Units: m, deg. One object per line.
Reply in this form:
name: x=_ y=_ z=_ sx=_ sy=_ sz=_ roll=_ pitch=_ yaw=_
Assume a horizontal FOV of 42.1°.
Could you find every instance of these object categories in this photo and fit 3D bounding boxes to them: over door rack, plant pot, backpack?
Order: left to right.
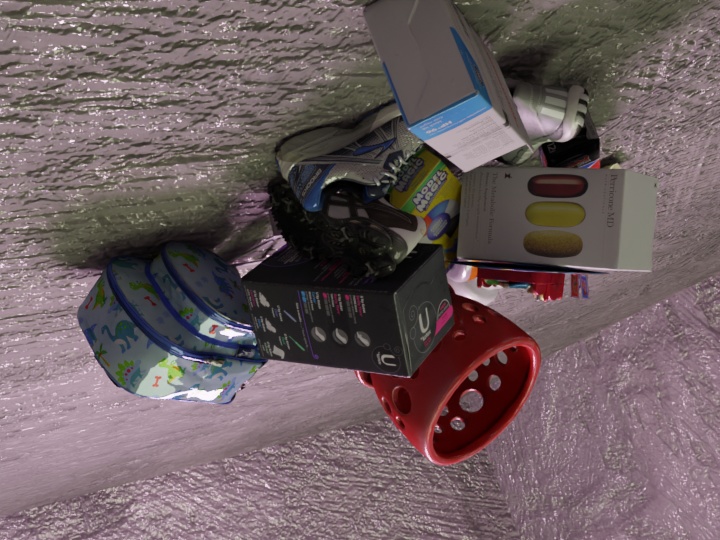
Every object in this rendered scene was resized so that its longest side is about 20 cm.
backpack: x=-0.217 y=0.056 z=1.104 sx=0.147 sy=0.183 sz=0.200 roll=-51 pitch=150 yaw=19
over door rack: x=-0.086 y=-0.019 z=1.208 sx=0.147 sy=0.067 sz=0.200 roll=-11 pitch=162 yaw=-33
plant pot: x=0.103 y=0.117 z=1.211 sx=0.200 sy=0.182 sz=0.201 roll=-28 pitch=141 yaw=-25

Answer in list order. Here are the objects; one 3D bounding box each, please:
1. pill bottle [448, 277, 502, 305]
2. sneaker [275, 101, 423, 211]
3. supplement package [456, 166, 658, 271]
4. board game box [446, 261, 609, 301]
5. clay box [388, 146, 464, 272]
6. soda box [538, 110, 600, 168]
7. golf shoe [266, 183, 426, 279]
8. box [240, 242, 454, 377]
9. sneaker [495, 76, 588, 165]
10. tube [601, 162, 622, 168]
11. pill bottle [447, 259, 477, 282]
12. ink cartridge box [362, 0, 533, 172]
pill bottle: x=0.166 y=0.016 z=1.557 sx=0.200 sy=0.115 sz=0.114 roll=-32 pitch=161 yaw=37
sneaker: x=0.018 y=-0.114 z=0.972 sx=0.200 sy=0.085 sz=0.077 roll=-20 pitch=165 yaw=-2
supplement package: x=0.227 y=-0.061 z=1.084 sx=0.200 sy=0.114 sz=0.109 roll=5 pitch=-178 yaw=36
board game box: x=0.195 y=0.014 z=1.121 sx=0.158 sy=0.039 sz=0.200 roll=2 pitch=-178 yaw=-13
clay box: x=0.073 y=-0.067 z=1.118 sx=0.115 sy=0.048 sz=0.200 roll=-51 pitch=146 yaw=1
soda box: x=0.261 y=-0.150 z=1.179 sx=0.063 sy=0.071 sz=0.200 roll=-21 pitch=165 yaw=10
golf shoe: x=-0.017 y=-0.053 z=1.021 sx=0.094 sy=0.200 sz=0.078 roll=-33 pitch=134 yaw=-34
box: x=-0.013 y=0.036 z=1.046 sx=0.200 sy=0.106 sz=0.122 roll=4 pitch=-151 yaw=31
sneaker: x=0.151 y=-0.171 z=1.012 sx=0.115 sy=0.075 sz=0.200 roll=12 pitch=171 yaw=-14
tube: x=0.316 y=-0.109 z=1.452 sx=0.200 sy=0.052 sz=0.058 roll=-30 pitch=-156 yaw=22
pill bottle: x=0.212 y=-0.062 z=1.349 sx=0.200 sy=0.113 sz=0.113 roll=-17 pitch=165 yaw=-14
ink cartridge box: x=0.085 y=-0.161 z=0.830 sx=0.068 sy=0.116 sz=0.200 roll=-24 pitch=164 yaw=19
